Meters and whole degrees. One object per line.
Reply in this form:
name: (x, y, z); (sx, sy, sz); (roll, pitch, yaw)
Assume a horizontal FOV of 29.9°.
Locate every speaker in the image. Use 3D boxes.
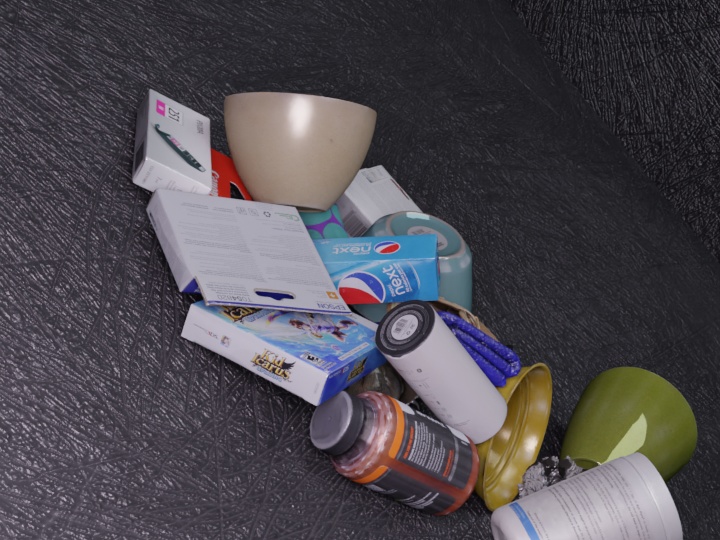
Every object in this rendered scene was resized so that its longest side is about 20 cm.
speaker: (0.098, 0.124, 1.598); (0.200, 0.081, 0.081); (50, 17, -39)

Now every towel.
towel: (0.092, 0.109, 1.717); (0.147, 0.200, 0.050); (31, 66, -25)

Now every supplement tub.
supplement tub: (0.038, 0.206, 1.556); (0.200, 0.107, 0.107); (30, 29, -34)
supplement tub: (0.270, 0.314, 1.624); (0.132, 0.199, 0.132); (159, -90, -83)

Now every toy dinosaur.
toy dinosaur: (0.015, 0.140, 1.658); (0.102, 0.077, 0.200); (46, 20, 14)

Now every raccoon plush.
raccoon plush: (0.255, 0.341, 1.778); (0.200, 0.097, 0.134); (-59, 144, -26)

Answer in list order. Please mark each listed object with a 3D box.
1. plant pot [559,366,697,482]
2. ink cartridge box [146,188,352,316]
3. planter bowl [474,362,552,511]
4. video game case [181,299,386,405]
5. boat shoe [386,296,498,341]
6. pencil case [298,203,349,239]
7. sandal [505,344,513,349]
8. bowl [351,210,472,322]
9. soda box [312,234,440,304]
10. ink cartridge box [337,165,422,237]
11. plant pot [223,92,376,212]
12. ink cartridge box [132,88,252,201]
plant pot: (0.365, 0.267, 1.951); (0.187, 0.187, 0.200); (49, 39, 5)
ink cartridge box: (-0.131, -0.009, 1.569); (0.199, 0.041, 0.200); (7, 38, -34)
planter bowl: (0.171, 0.205, 1.752); (0.083, 0.201, 0.200); (17, 11, 27)
video game case: (-0.079, 0.074, 1.554); (0.181, 0.046, 0.200); (24, 18, 17)
boat shoe: (0.122, 0.082, 1.774); (0.200, 0.064, 0.072); (26, 75, -38)
pencil case: (-0.057, -0.064, 1.841); (0.092, 0.085, 0.200); (3, 44, -26)
sandal: (0.221, 0.185, 1.926); (0.048, 0.076, 0.201); (3, 37, 5)
bowl: (0.074, -0.009, 1.861); (0.200, 0.105, 0.201); (14, 32, -9)
soda box: (0.000, 0.000, 1.712); (0.068, 0.199, 0.064); (-80, 166, -61)
ink cartridge box: (0.015, -0.098, 2.058); (0.109, 0.050, 0.200); (49, 23, 7)
plant pot: (-0.083, -0.147, 1.755); (0.200, 0.200, 0.135); (7, 86, -55)
ink cartridge box: (-0.203, -0.137, 1.718); (0.173, 0.044, 0.200); (25, 26, -21)
